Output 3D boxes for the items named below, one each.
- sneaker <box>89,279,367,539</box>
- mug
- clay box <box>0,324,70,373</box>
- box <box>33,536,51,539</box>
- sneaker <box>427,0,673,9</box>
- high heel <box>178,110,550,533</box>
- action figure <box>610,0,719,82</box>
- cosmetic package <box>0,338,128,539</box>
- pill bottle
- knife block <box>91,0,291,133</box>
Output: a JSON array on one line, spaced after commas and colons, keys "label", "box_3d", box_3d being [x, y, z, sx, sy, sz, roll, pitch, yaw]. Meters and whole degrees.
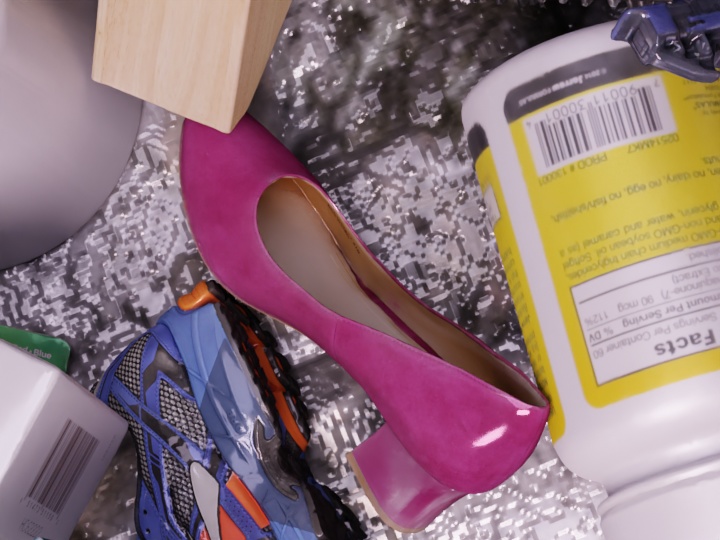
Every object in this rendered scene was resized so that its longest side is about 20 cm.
[{"label": "sneaker", "box_3d": [-0.045, 0.106, 1.078, 0.078, 0.075, 0.200, -29, 67, 13]}, {"label": "mug", "box_3d": [-0.193, -0.095, 1.094, 0.187, 0.153, 0.149, 34, 88, 15]}, {"label": "clay box", "box_3d": [-0.197, 0.110, 1.109, 0.115, 0.048, 0.200, 12, 82, 13]}, {"label": "box", "box_3d": [-0.086, 0.153, 1.002, 0.049, 0.200, 0.082, -39, 75, 1]}, {"label": "sneaker", "box_3d": [0.057, -0.148, 1.056, 0.066, 0.200, 0.091, 1, 95, -33]}, {"label": "high heel", "box_3d": [0.000, 0.000, 1.061, 0.096, 0.067, 0.200, -44, 65, 43]}, {"label": "action figure", "box_3d": [0.169, -0.055, 0.985, 0.200, 0.105, 0.194, -5, 71, -25]}, {"label": "cosmetic package", "box_3d": [-0.200, 0.037, 1.048, 0.200, 0.101, 0.071, 25, 81, 17]}, {"label": "pill bottle", "box_3d": [0.116, 0.013, 1.036, 0.114, 0.114, 0.200, -16, 77, 7]}, {"label": "knife block", "box_3d": [-0.055, -0.161, 1.015, 0.064, 0.176, 0.200, 22, 91, 11]}]
